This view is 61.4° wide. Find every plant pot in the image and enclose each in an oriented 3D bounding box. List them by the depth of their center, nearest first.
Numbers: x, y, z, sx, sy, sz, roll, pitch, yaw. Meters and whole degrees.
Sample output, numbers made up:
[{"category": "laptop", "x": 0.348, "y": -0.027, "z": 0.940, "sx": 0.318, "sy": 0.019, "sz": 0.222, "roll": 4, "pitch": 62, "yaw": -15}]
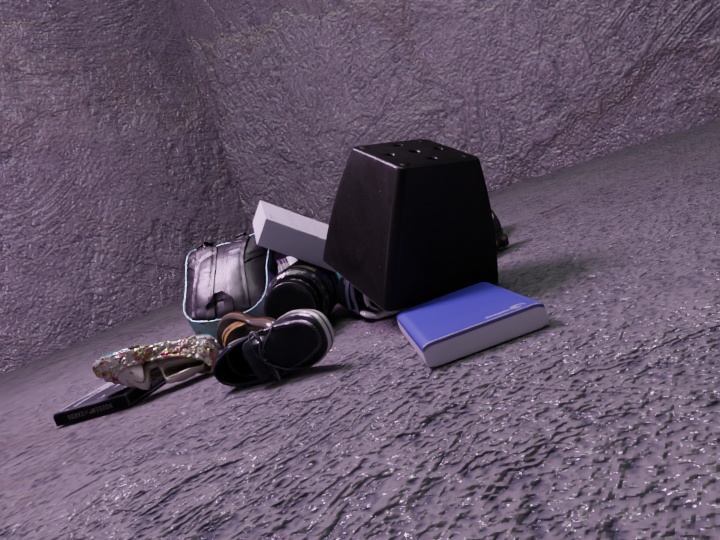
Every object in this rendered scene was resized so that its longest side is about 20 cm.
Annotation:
[{"category": "plant pot", "x": 0.072, "y": -0.082, "z": 0.866, "sx": 0.195, "sy": 0.182, "sz": 0.199, "roll": -11, "pitch": 26, "yaw": -28}]

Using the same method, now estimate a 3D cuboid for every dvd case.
[{"category": "dvd case", "x": -0.397, "y": 0.198, "z": 1.036, "sx": 0.147, "sy": 0.025, "sz": 0.200, "roll": -18, "pitch": 6, "yaw": 17}]

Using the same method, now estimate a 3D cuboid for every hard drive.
[{"category": "hard drive", "x": 0.115, "y": 0.054, "z": 0.691, "sx": 0.129, "sy": 0.026, "sz": 0.200, "roll": -20, "pitch": 6, "yaw": -2}]

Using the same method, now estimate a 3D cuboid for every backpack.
[{"category": "backpack", "x": -0.228, "y": 0.050, "z": 1.098, "sx": 0.171, "sy": 0.156, "sz": 0.202, "roll": -11, "pitch": 37, "yaw": -1}]

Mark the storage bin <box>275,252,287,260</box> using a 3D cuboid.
[{"category": "storage bin", "x": -0.132, "y": -0.007, "z": 1.449, "sx": 0.196, "sy": 0.138, "sz": 0.094, "roll": -20, "pitch": 6, "yaw": -9}]

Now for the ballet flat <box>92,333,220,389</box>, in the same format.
[{"category": "ballet flat", "x": -0.315, "y": 0.148, "z": 0.941, "sx": 0.195, "sy": 0.065, "sz": 0.077, "roll": -13, "pitch": -38, "yaw": -10}]

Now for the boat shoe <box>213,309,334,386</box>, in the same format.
[{"category": "boat shoe", "x": -0.113, "y": 0.104, "z": 0.765, "sx": 0.197, "sy": 0.076, "sz": 0.062, "roll": -21, "pitch": 9, "yaw": 35}]

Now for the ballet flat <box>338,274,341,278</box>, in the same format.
[{"category": "ballet flat", "x": -0.109, "y": 0.058, "z": 1.225, "sx": 0.196, "sy": 0.071, "sz": 0.069, "roll": -19, "pitch": 6, "yaw": -11}]

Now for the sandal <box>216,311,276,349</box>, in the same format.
[{"category": "sandal", "x": -0.174, "y": 0.112, "z": 0.920, "sx": 0.054, "sy": 0.083, "sz": 0.198, "roll": -38, "pitch": 23, "yaw": -33}]

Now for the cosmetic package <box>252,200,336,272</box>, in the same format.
[{"category": "cosmetic package", "x": -0.113, "y": -0.065, "z": 1.085, "sx": 0.148, "sy": 0.053, "sz": 0.200, "roll": 21, "pitch": 9, "yaw": -16}]

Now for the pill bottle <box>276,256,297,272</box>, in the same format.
[{"category": "pill bottle", "x": -0.186, "y": 0.041, "z": 1.324, "sx": 0.196, "sy": 0.115, "sz": 0.112, "roll": -20, "pitch": 6, "yaw": -10}]

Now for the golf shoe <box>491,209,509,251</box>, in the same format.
[{"category": "golf shoe", "x": 0.193, "y": -0.058, "z": 1.106, "sx": 0.077, "sy": 0.097, "sz": 0.198, "roll": -11, "pitch": 12, "yaw": 43}]

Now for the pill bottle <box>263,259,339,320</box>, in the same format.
[{"category": "pill bottle", "x": -0.098, "y": 0.046, "z": 1.015, "sx": 0.109, "sy": 0.114, "sz": 0.200, "roll": -18, "pitch": 6, "yaw": 7}]

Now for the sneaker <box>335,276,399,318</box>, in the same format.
[{"category": "sneaker", "x": 0.012, "y": 0.032, "z": 0.952, "sx": 0.078, "sy": 0.080, "sz": 0.198, "roll": -17, "pitch": 5, "yaw": -41}]
